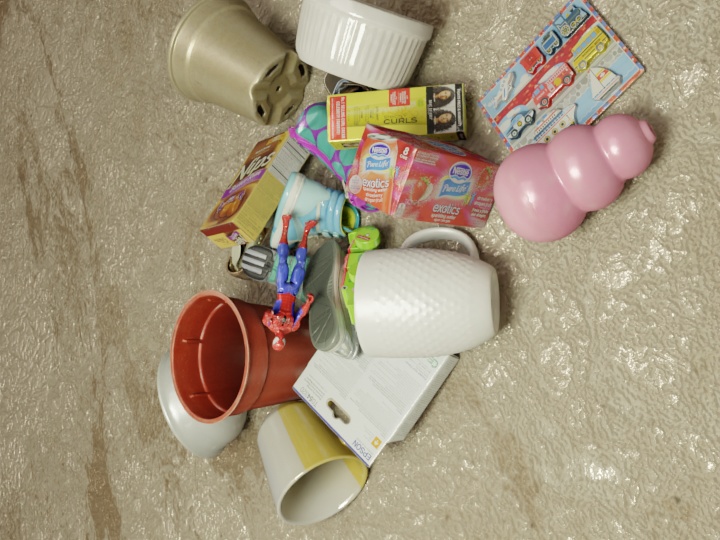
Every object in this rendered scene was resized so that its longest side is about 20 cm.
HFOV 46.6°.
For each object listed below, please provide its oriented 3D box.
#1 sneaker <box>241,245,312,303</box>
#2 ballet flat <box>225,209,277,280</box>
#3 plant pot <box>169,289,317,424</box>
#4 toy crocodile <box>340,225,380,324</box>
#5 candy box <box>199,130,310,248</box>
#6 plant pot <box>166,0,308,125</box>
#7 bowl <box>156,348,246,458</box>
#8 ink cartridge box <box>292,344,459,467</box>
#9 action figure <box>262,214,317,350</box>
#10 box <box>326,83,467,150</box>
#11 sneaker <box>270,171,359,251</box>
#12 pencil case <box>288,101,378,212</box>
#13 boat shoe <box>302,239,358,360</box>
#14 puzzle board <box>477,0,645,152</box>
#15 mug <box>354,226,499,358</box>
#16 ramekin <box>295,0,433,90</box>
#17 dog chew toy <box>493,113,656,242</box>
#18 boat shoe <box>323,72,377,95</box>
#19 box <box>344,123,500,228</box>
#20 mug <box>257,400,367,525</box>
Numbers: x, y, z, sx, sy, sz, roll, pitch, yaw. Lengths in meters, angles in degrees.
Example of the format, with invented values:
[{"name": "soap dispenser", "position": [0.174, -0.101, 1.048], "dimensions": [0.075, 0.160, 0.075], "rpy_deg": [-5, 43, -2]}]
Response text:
[{"name": "sneaker", "position": [-0.094, 0.009, 1.378], "dimensions": [0.199, 0.087, 0.075], "rpy_deg": [24, 94, 18]}, {"name": "ballet flat", "position": [-0.178, -0.068, 1.454], "dimensions": [0.068, 0.067, 0.201], "rpy_deg": [41, 113, 38]}, {"name": "plant pot", "position": [-0.168, 0.136, 1.336], "dimensions": [0.200, 0.194, 0.203], "rpy_deg": [-4, 84, 43]}, {"name": "toy crocodile", "position": [0.000, 0.000, 1.228], "dimensions": [0.061, 0.068, 0.201], "rpy_deg": [-5, 41, 14]}, {"name": "candy box", "position": [-0.173, -0.135, 1.387], "dimensions": [0.116, 0.056, 0.201], "rpy_deg": [-8, 46, 52]}, {"name": "plant pot", "position": [-0.196, -0.344, 1.431], "dimensions": [0.183, 0.200, 0.202], "rpy_deg": [36, 110, 27]}, {"name": "bowl", "position": [-0.251, 0.210, 1.431], "dimensions": [0.090, 0.201, 0.203], "rpy_deg": [-24, 68, 18]}, {"name": "ink cartridge box", "position": [0.018, 0.152, 1.236], "dimensions": [0.196, 0.043, 0.201], "rpy_deg": [39, 98, 37]}, {"name": "action figure", "position": [-0.101, 0.018, 1.226], "dimensions": [0.099, 0.065, 0.202], "rpy_deg": [167, 113, -72]}, {"name": "box", "position": [0.053, -0.221, 1.203], "dimensions": [0.198, 0.050, 0.076], "rpy_deg": [-1, 84, 14]}, {"name": "sneaker", "position": [-0.073, -0.071, 1.353], "dimensions": [0.200, 0.130, 0.080], "rpy_deg": [115, 172, -63]}, {"name": "pencil case", "position": [-0.025, -0.180, 1.305], "dimensions": [0.200, 0.092, 0.085], "rpy_deg": [49, 158, 36]}, {"name": "boat shoe", "position": [-0.039, 0.042, 1.261], "dimensions": [0.074, 0.065, 0.203], "rpy_deg": [-36, 42, 27]}, {"name": "puzzle board", "position": [0.255, -0.241, 1.099], "dimensions": [0.200, 0.017, 0.151], "rpy_deg": [-47, 57, 31]}, {"name": "mug", "position": [0.099, 0.022, 1.139], "dimensions": [0.174, 0.148, 0.201], "rpy_deg": [-2, 52, 17]}, {"name": "ramekin", "position": [-0.001, -0.338, 1.226], "dimensions": [0.200, 0.199, 0.106], "rpy_deg": [34, 113, 40]}, {"name": "dog chew toy", "position": [0.262, -0.119, 1.016], "dimensions": [0.199, 0.124, 0.125], "rpy_deg": [-31, 65, 28]}, {"name": "boat shoe", "position": [-0.004, -0.270, 1.306], "dimensions": [0.200, 0.072, 0.073], "rpy_deg": [43, 114, 37]}, {"name": "box", "position": [0.090, -0.123, 1.117], "dimensions": [0.099, 0.199, 0.096], "rpy_deg": [34, 111, 40]}, {"name": "mug", "position": [-0.072, 0.277, 1.297], "dimensions": [0.153, 0.185, 0.150], "rpy_deg": [53, 162, 42]}]
